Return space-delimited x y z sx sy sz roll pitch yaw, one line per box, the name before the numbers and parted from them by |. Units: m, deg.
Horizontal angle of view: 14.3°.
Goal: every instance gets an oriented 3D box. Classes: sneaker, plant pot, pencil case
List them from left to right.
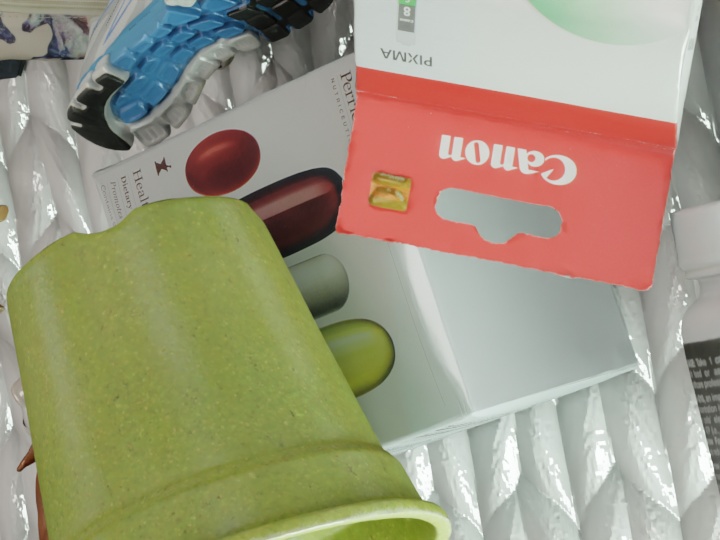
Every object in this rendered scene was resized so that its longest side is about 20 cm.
pencil case | -0.162 -0.149 1.560 0.089 0.200 0.078 -121 33 -64
plant pot | -0.080 0.073 1.362 0.200 0.200 0.185 -35 66 37
sneaker | -0.082 -0.147 1.447 0.200 0.075 0.087 -34 47 36

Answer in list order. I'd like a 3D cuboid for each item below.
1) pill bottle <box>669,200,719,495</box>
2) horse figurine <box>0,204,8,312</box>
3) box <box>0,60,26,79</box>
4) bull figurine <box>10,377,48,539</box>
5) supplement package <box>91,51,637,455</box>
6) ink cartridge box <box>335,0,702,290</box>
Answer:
pill bottle | 0.215 0.059 1.345 0.114 0.114 0.200 -14 89 39
horse figurine | -0.262 -0.020 1.745 0.132 0.050 0.200 26 119 46
box | -0.255 -0.181 1.621 0.044 0.200 0.160 34 116 30
bull figurine | -0.157 0.149 1.646 0.121 0.065 0.200 112 144 -78
supplement package | 0.000 0.000 1.484 0.200 0.147 0.192 -23 83 39
ink cartridge box | 0.072 -0.100 1.324 0.161 0.050 0.200 11 96 13
